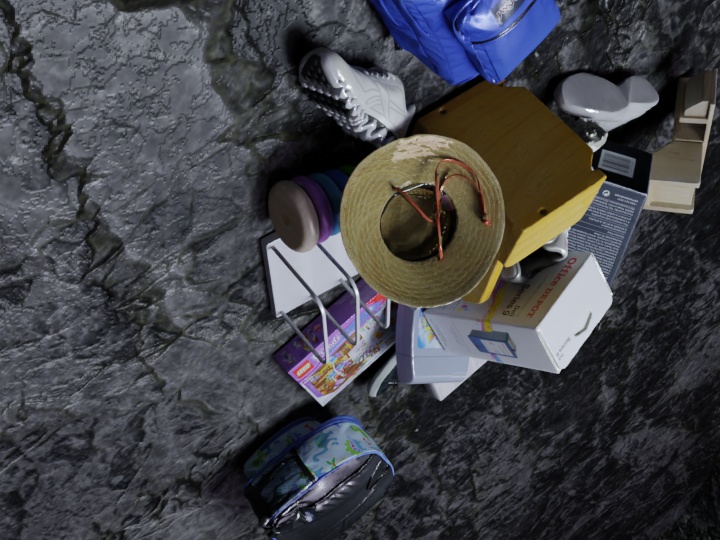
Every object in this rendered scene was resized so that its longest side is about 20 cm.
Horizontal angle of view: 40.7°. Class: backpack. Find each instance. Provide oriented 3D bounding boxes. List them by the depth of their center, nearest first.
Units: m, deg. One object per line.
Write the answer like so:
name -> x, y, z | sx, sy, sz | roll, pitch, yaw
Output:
backpack -> 0.098, -0.294, 0.941 | 0.163, 0.168, 0.200 | -50, 143, -2
backpack -> -0.065, 0.307, 1.451 | 0.200, 0.147, 0.183 | -36, 145, -5

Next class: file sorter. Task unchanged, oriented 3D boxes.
file sorter -> 0.000, 0.000, 1.200 | 0.200, 0.125, 0.139 | -29, 145, -22

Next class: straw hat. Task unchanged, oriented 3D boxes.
straw hat -> 0.059, -0.051, 1.098 | 0.201, 0.201, 0.085 | -31, -176, -19

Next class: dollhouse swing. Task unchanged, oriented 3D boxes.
dollhouse swing -> 0.166, -0.092, 1.209 | 0.182, 0.200, 0.176 | -32, 152, -16

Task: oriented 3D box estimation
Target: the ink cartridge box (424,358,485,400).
ink cartridge box -> 0.176, 0.106, 1.583 | 0.200, 0.050, 0.161 | -41, 147, -11

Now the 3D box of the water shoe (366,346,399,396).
water shoe -> 0.089, 0.134, 1.456 | 0.200, 0.079, 0.072 | -50, 179, 23

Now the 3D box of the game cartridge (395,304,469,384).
game cartridge -> 0.107, 0.059, 1.356 | 0.133, 0.040, 0.200 | 4, 94, -41

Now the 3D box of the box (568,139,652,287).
box -> 0.332, -0.069, 1.392 | 0.148, 0.107, 0.200 | -57, 163, -57

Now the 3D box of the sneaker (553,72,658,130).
sneaker -> 0.332, -0.223, 1.363 | 0.200, 0.075, 0.088 | -7, 153, -39

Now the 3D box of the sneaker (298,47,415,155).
sneaker -> 0.000, -0.191, 1.047 | 0.081, 0.075, 0.200 | -57, 150, -4

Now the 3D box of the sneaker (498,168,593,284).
sneaker -> 0.243, -0.055, 1.245 | 0.200, 0.099, 0.078 | -48, 136, -3

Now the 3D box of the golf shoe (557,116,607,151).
golf shoe -> 0.234, -0.140, 1.301 | 0.200, 0.078, 0.097 | -17, 130, -1

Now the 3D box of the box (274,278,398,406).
box -> -0.012, 0.091, 1.365 | 0.200, 0.039, 0.137 | -41, 147, -4

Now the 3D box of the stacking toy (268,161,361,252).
stacking toy -> -0.004, -0.092, 1.131 | 0.200, 0.085, 0.085 | -24, 142, -29

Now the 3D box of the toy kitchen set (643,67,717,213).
toy kitchen set -> 0.432, -0.221, 1.462 | 0.163, 0.180, 0.200 | 74, 28, -57

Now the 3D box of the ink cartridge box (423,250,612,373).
ink cartridge box -> 0.207, 0.046, 1.285 | 0.145, 0.200, 0.088 | -48, 124, -26
